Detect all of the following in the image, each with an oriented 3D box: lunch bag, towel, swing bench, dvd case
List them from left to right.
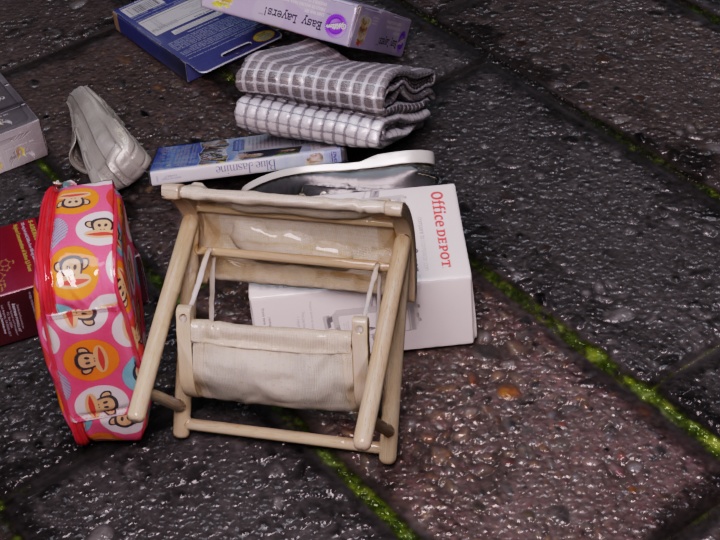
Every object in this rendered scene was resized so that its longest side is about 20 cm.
[{"bbox_3d":[-0.221,0.027,1.234,0.081,0.202,0.177,-6,36,-3],"label":"lunch bag"},{"bbox_3d":[-0.115,-0.119,1.499,0.198,0.018,0.143,-8,15,-2],"label":"dvd case"},{"bbox_3d":[-0.063,0.041,1.184,0.197,0.130,0.202,6,79,12],"label":"swing bench"},{"bbox_3d":[-0.021,-0.184,1.501,0.164,0.087,0.200,9,15,17],"label":"towel"}]

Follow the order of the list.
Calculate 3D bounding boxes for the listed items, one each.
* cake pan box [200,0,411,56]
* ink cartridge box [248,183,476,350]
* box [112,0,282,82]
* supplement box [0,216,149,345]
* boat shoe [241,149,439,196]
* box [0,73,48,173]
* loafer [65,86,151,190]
[{"bbox_3d":[-0.056,-0.288,1.629,0.183,0.053,0.200,20,11,15],"label":"cake pan box"},{"bbox_3d":[0.000,0.000,1.332,0.198,0.083,0.147,-6,39,0],"label":"ink cartridge box"},{"bbox_3d":[-0.193,-0.283,1.736,0.121,0.033,0.200,-29,44,-26],"label":"box"},{"bbox_3d":[-0.311,0.006,1.380,0.198,0.061,0.109,-17,40,-15],"label":"supplement box"},{"bbox_3d":[-0.021,-0.073,1.435,0.198,0.076,0.061,-10,80,16],"label":"boat shoe"},{"bbox_3d":[-0.462,-0.146,1.589,0.199,0.049,0.158,-25,44,-22],"label":"box"},{"bbox_3d":[-0.282,-0.138,1.543,0.070,0.070,0.200,-42,33,0],"label":"loafer"}]
